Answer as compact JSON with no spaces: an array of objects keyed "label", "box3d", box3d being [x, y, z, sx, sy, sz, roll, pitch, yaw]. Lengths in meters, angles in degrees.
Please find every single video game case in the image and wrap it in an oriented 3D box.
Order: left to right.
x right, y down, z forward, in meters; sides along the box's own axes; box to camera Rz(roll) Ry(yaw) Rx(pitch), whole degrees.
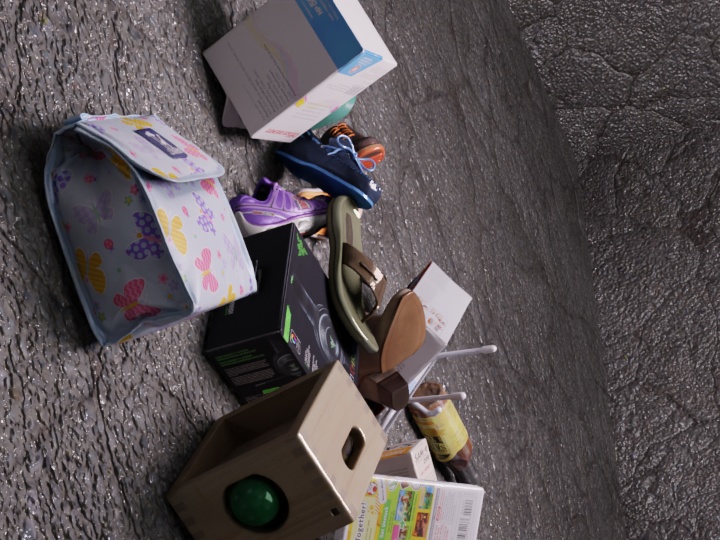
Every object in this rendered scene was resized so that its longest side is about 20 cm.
[{"label":"video game case","box3d":[0.047,0.337,1.438,0.181,0.023,0.201,11,88,-29]}]

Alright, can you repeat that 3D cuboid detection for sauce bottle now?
[{"label":"sauce bottle","box3d":[0.134,0.258,1.943,0.066,0.066,0.201,-80,149,-51]}]

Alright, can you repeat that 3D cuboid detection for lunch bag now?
[{"label":"lunch bag","box3d":[-0.192,-0.050,1.158,0.201,0.127,0.170,68,17,1]}]

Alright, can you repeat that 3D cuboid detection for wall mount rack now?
[{"label":"wall mount rack","box3d":[0.097,0.169,1.725,0.074,0.174,0.200,35,40,4]}]

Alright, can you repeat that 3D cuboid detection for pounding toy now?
[{"label":"pounding toy","box3d":[-0.082,0.221,1.215,0.143,0.183,0.200,57,23,-12]}]

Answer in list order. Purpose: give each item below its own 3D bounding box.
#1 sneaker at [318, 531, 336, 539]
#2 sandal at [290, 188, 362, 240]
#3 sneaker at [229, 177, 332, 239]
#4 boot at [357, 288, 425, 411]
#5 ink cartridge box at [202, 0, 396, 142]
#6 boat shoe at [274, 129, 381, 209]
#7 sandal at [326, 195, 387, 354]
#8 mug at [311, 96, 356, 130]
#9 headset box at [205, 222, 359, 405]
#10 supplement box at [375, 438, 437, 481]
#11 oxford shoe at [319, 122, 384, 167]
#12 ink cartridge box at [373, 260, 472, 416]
[{"label":"sneaker","box3d":[-0.038,0.272,1.435,0.200,0.072,0.072,53,31,-46]},{"label":"sandal","box3d":[-0.036,-0.073,1.688,0.206,0.059,0.080,-15,113,-68]},{"label":"sneaker","box3d":[-0.089,-0.076,1.526,0.200,0.080,0.084,-17,82,-63]},{"label":"boot","box3d":[0.009,0.078,1.577,0.070,0.146,0.201,-18,130,-33]},{"label":"ink cartridge box","box3d":[-0.083,-0.250,1.535,0.126,0.199,0.128,59,17,9]},{"label":"boat shoe","box3d":[-0.037,-0.141,1.589,0.200,0.069,0.084,34,-14,42]},{"label":"sandal","box3d":[0.000,-0.001,1.486,0.080,0.057,0.202,41,39,-61]},{"label":"mug","box3d":[-0.067,-0.274,1.692,0.185,0.114,0.153,-77,147,-53]},{"label":"headset box","box3d":[-0.085,0.072,1.416,0.175,0.092,0.200,-85,152,-47]},{"label":"supplement box","box3d":[0.041,0.318,1.538,0.073,0.125,0.201,-20,96,-70]},{"label":"oxford shoe","box3d":[-0.024,-0.163,1.708,0.200,0.071,0.073,-12,-82,70]},{"label":"ink cartridge box","box3d":[0.054,0.100,1.759,0.084,0.176,0.200,42,22,-1]}]
